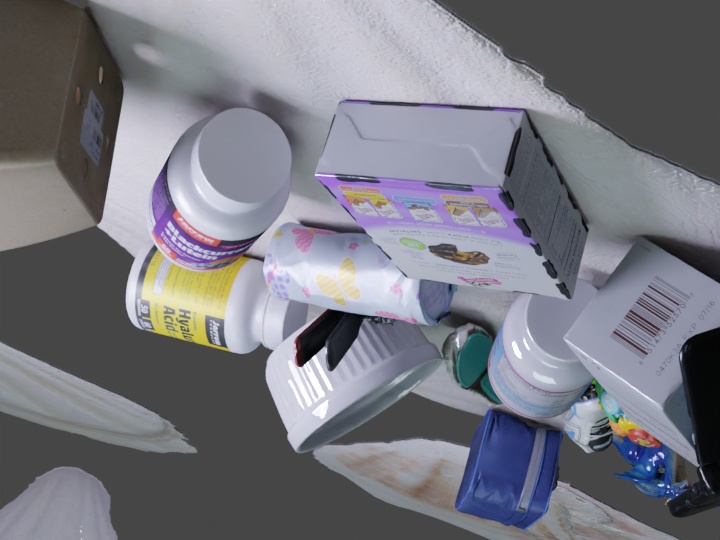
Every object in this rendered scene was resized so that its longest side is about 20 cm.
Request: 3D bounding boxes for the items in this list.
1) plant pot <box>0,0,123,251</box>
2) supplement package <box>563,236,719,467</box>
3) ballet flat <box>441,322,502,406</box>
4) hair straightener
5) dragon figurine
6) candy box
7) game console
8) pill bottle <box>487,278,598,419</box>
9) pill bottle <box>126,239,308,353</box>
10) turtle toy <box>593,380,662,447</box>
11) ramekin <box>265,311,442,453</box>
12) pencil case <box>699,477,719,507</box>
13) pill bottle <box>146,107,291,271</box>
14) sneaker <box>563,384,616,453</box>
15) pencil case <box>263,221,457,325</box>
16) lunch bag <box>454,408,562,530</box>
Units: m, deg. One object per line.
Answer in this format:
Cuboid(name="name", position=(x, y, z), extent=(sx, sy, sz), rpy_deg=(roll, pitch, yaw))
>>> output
Cuboid(name="plant pot", position=(-0.303, -0.129, 1.034), extent=(0.174, 0.203, 0.200), rpy_deg=(3, 160, 5))
Cuboid(name="supplement package", position=(0.286, 0.083, 1.114), extent=(0.117, 0.117, 0.200), rpy_deg=(36, 176, 38))
Cuboid(name="ballet flat", position=(0.129, 0.108, 1.481), extent=(0.071, 0.073, 0.200), rpy_deg=(9, 159, 26))
Cuboid(name="hair straightener", position=(0.008, 0.053, 1.302), extent=(0.076, 0.042, 0.200), rpy_deg=(7, -159, 25))
Cuboid(name="dragon figurine", position=(0.366, 0.253, 1.605), extent=(0.058, 0.101, 0.199), rpy_deg=(30, 158, -33))
Cuboid(name="candy box", position=(0.082, -0.056, 1.039), extent=(0.165, 0.073, 0.200), rpy_deg=(7, 158, 29))
Cuboid(name="game console", position=(0.349, 0.110, 1.043), extent=(0.197, 0.118, 0.176), rpy_deg=(-16, 161, -9))
Cuboid(name="pill bottle", position=(0.191, 0.076, 1.253), extent=(0.107, 0.110, 0.200), rpy_deg=(16, 161, 4))
Cuboid(name="pill bottle", position=(-0.165, 0.034, 1.470), extent=(0.197, 0.113, 0.112), rpy_deg=(12, 161, 17))
Cuboid(name="turtle toy", position=(0.330, 0.136, 1.303), extent=(0.197, 0.102, 0.146), rpy_deg=(10, 160, 24))
Cuboid(name="ramekin", position=(-0.015, 0.110, 1.421), extent=(0.106, 0.198, 0.200), rpy_deg=(57, 167, 13))
Cuboid(name="pencil case", position=(0.421, 0.196, 1.168), extent=(0.198, 0.079, 0.086), rpy_deg=(3, 175, 37))
Cuboid(name="pill bottle", position=(-0.125, -0.073, 1.120), extent=(0.110, 0.113, 0.200), rpy_deg=(22, 162, -12))
Cuboid(name="sneaker", position=(0.281, 0.172, 1.479), extent=(0.071, 0.073, 0.200), rpy_deg=(-23, 163, -1))
Cuboid(name="pencil case", position=(0.000, 0.000, 1.262), extent=(0.197, 0.084, 0.091), rpy_deg=(7, -157, 28))
Cuboid(name="lunch bag", position=(0.220, 0.296, 1.808), extent=(0.130, 0.138, 0.200), rpy_deg=(17, 162, 3))
